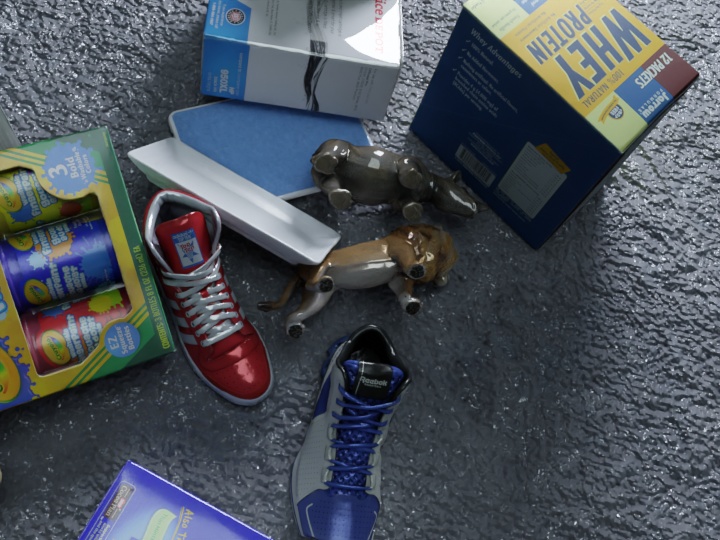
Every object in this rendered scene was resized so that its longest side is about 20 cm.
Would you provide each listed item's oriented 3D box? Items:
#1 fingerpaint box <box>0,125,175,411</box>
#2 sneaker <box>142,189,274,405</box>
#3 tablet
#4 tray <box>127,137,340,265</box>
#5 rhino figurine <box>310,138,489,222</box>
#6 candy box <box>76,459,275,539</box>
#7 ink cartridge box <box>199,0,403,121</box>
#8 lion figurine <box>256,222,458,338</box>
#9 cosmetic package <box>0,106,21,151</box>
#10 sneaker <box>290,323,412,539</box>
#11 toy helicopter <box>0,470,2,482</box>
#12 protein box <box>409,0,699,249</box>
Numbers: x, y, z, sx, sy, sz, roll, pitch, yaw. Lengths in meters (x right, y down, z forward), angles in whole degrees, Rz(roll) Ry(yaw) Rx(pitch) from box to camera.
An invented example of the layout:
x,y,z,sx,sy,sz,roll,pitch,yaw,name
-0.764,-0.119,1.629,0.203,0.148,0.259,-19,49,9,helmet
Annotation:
x,y,z,sx,sy,sz,roll,pitch,yaw,name
-0.267,-0.001,0.719,0.166,0.073,0.202,-17,95,-19,fingerpaint box
-0.137,0.021,0.755,0.071,0.113,0.201,-28,74,-22,sneaker
-0.087,-0.131,0.889,0.198,0.014,0.131,-17,71,-20,tablet
-0.117,-0.062,0.807,0.199,0.107,0.022,30,108,1,tray
0.040,-0.087,0.855,0.198,0.088,0.060,11,109,-15,rhino figurine
-0.139,0.275,0.663,0.199,0.077,0.170,29,63,2,candy box
-0.061,-0.248,0.896,0.198,0.084,0.146,7,55,-9,ink cartridge box
0.000,0.000,0.814,0.198,0.073,0.123,-4,26,-5,lion figurine
-0.414,-0.093,0.750,0.107,0.090,0.200,39,67,24,cosmetic package
-0.008,0.130,0.734,0.080,0.115,0.201,11,65,-6,sneaker
-0.331,0.196,0.645,0.132,0.079,0.201,-26,96,-25,toy helicopter
0.183,-0.168,0.860,0.199,0.200,0.135,45,65,9,protein box
